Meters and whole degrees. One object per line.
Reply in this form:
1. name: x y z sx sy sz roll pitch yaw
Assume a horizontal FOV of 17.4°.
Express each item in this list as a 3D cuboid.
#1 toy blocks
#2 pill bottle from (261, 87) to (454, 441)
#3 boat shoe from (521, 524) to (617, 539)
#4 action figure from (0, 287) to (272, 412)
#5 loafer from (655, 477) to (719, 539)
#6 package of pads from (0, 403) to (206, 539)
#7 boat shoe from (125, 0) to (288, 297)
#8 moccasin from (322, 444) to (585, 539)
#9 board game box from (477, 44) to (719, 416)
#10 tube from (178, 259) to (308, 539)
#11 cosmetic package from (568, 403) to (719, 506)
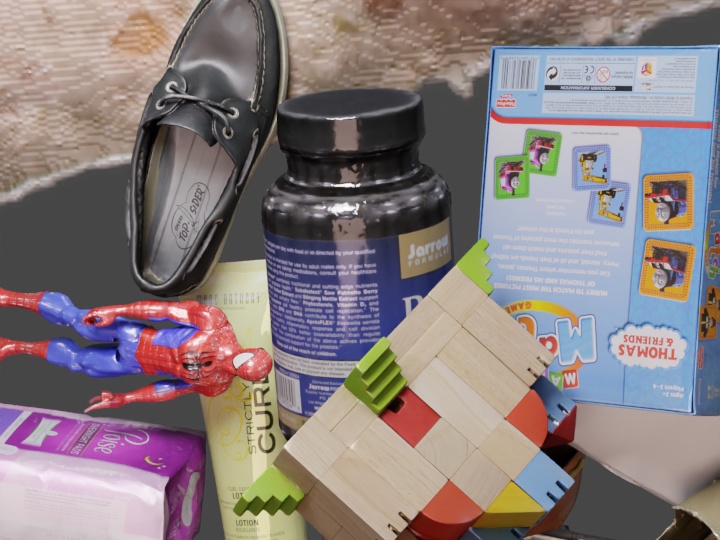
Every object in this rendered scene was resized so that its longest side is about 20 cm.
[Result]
1. toy blocks: 0.049 0.099 1.264 0.137 0.200 0.100 41 151 5
2. pill bottle: 0.000 0.000 1.370 0.111 0.112 0.201 -2 106 9
3. boat shoe: 0.113 0.181 1.442 0.199 0.062 0.073 15 149 13
4. action figure: -0.143 0.047 1.408 0.199 0.052 0.066 4 112 23
5. loafer: 0.221 0.147 1.325 0.067 0.076 0.200 27 106 -46
6. package of pads: -0.199 0.132 1.432 0.199 0.121 0.076 8 107 7
7. boat shoe: -0.097 -0.076 1.382 0.074 0.066 0.200 24 103 8
8. moccasin: 0.059 0.131 1.345 0.074 0.201 0.078 45 128 35
9. board game box: 0.136 -0.025 1.321 0.151 0.037 0.201 4 89 37
10. tube: -0.069 0.092 1.441 0.058 0.052 0.201 -10 101 -18
11. cosmetic package: 0.202 0.029 1.366 0.113 0.081 0.200 32 109 -1
